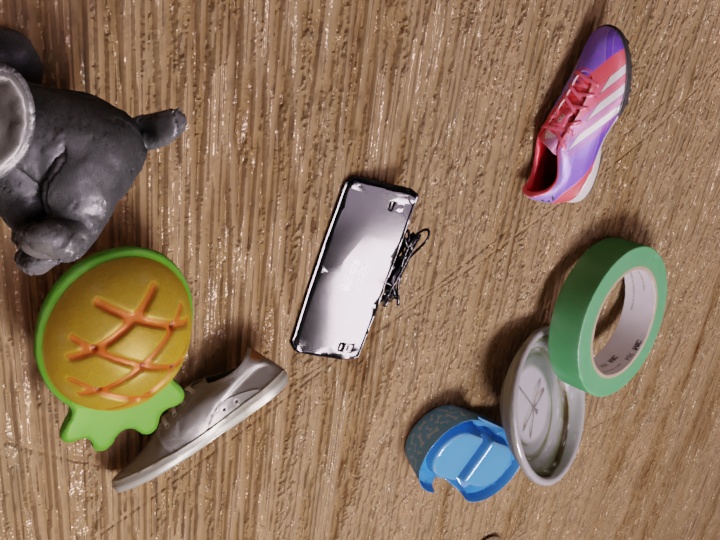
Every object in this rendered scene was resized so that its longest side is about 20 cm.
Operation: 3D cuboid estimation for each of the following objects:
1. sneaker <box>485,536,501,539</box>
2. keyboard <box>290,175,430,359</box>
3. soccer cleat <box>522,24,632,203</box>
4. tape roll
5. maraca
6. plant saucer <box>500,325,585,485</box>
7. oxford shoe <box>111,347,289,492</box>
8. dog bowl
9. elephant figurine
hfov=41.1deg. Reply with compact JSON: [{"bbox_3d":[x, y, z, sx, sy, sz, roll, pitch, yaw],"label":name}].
[{"bbox_3d":[0.169,0.498,1.437,0.078,0.079,0.201,27,99,-45],"label":"sneaker"},{"bbox_3d":[0.000,0.000,0.985,0.103,0.040,0.201,13,114,-18],"label":"keyboard"},{"bbox_3d":[0.229,-0.161,1.020,0.073,0.068,0.201,-8,127,-29],"label":"soccer cleat"},{"bbox_3d":[0.319,0.059,1.228,0.200,0.048,0.202,-20,120,-38],"label":"tape roll"},{"bbox_3d":[-0.203,0.069,0.806,0.136,0.107,0.201,-15,128,-28],"label":"maraca"},{"bbox_3d":[0.225,0.171,1.230,0.200,0.050,0.202,3,86,-53],"label":"plant saucer"},{"bbox_3d":[-0.163,0.144,0.936,0.200,0.075,0.058,-37,95,-1],"label":"oxford shoe"},{"bbox_3d":[0.133,0.233,1.237,0.200,0.050,0.112,25,102,-45],"label":"dog bowl"},{"bbox_3d":[-0.255,-0.099,0.642,0.200,0.141,0.156,44,60,-32],"label":"elephant figurine"}]
